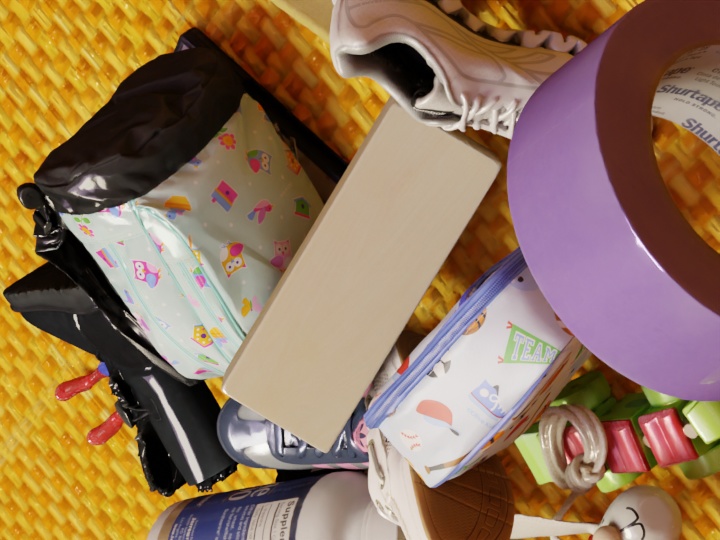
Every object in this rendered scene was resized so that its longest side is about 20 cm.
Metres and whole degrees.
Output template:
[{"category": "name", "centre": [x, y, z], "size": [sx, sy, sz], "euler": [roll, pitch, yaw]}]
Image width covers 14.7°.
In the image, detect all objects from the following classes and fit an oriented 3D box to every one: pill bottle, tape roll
[{"category": "pill bottle", "centre": [-0.033, 0.187, 1.783], "size": [0.200, 0.111, 0.111], "euler": [-12, 108, 36]}, {"category": "tape roll", "centre": [0.181, -0.040, 1.444], "size": [0.200, 0.200, 0.085], "euler": [54, 142, 1]}]

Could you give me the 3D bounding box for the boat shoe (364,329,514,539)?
[{"category": "boat shoe", "centre": [0.039, 0.121, 1.627], "size": [0.071, 0.200, 0.069], "euler": [25, 119, -21]}]

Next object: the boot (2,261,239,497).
[{"category": "boot", "centre": [-0.159, 0.070, 1.891], "size": [0.168, 0.076, 0.200], "euler": [63, 160, -12]}]

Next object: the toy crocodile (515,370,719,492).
[{"category": "toy crocodile", "centre": [0.162, 0.097, 1.668], "size": [0.200, 0.062, 0.068], "euler": [-15, 105, 50]}]

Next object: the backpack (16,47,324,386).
[{"category": "backpack", "centre": [-0.096, -0.019, 1.749], "size": [0.126, 0.167, 0.200], "euler": [0, 127, 50]}]

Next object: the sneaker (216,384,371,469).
[{"category": "sneaker", "centre": [-0.002, 0.093, 1.750], "size": [0.200, 0.082, 0.070], "euler": [-9, 100, 15]}]

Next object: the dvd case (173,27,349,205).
[{"category": "dvd case", "centre": [-0.062, -0.048, 1.827], "size": [0.200, 0.018, 0.143], "euler": [43, 140, 15]}]

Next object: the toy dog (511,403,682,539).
[{"category": "toy dog", "centre": [0.103, 0.187, 1.657], "size": [0.132, 0.096, 0.200], "euler": [46, 138, 30]}]

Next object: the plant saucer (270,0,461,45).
[{"category": "plant saucer", "centre": [-0.002, -0.227, 1.618], "size": [0.200, 0.048, 0.200], "euler": [38, 138, 20]}]

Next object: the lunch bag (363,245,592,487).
[{"category": "lunch bag", "centre": [0.096, 0.030, 1.579], "size": [0.076, 0.200, 0.160], "euler": [42, 123, 6]}]

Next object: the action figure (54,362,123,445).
[{"category": "action figure", "centre": [-0.153, 0.066, 1.979], "size": [0.065, 0.052, 0.200], "euler": [57, 139, 6]}]

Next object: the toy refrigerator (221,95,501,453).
[{"category": "toy refrigerator", "centre": [0.000, 0.000, 1.664], "size": [0.076, 0.070, 0.200], "euler": [30, 98, -4]}]

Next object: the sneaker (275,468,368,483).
[{"category": "sneaker", "centre": [-0.041, 0.124, 1.874], "size": [0.112, 0.073, 0.200], "euler": [38, 130, 3]}]

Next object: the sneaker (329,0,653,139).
[{"category": "sneaker", "centre": [0.069, -0.103, 1.564], "size": [0.200, 0.081, 0.075], "euler": [25, 132, -10]}]
